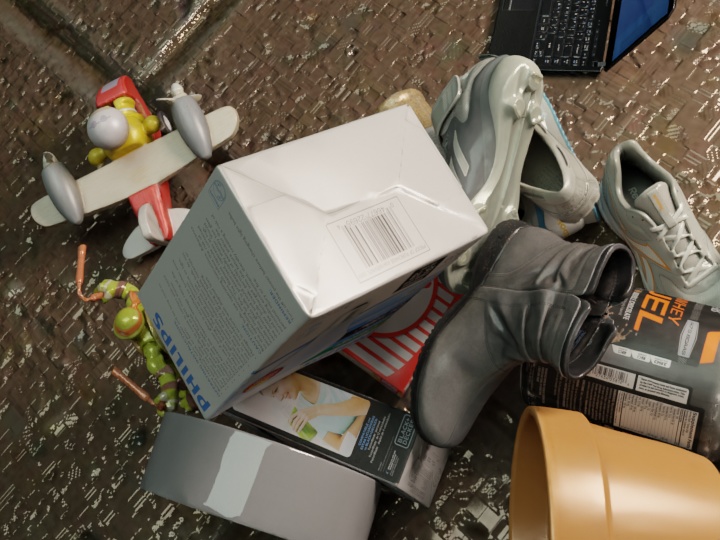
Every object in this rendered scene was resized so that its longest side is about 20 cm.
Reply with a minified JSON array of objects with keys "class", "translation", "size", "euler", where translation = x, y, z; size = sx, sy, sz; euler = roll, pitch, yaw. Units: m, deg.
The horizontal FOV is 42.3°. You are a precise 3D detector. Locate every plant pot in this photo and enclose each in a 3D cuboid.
[{"class":"plant pot","translation":[0.191,0.208,0.700],"size":[0.136,0.201,0.205],"euler":[2,66,1]}]

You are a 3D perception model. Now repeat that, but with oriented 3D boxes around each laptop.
[{"class":"laptop","translation":[0.231,-0.306,0.957],"size":[0.196,0.104,0.181],"euler":[7,68,21]}]

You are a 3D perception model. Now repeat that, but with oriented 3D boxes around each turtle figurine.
[{"class":"turtle figurine","translation":[-0.199,0.064,0.904],"size":[0.064,0.162,0.201],"euler":[-37,60,-1]}]

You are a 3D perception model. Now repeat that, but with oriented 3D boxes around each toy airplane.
[{"class":"toy airplane","translation":[-0.251,-0.117,1.017],"size":[0.196,0.141,0.203],"euler":[20,74,25]}]

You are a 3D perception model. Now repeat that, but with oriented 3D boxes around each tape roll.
[{"class":"tape roll","translation":[-0.083,0.183,0.787],"size":[0.196,0.200,0.068],"euler":[11,73,23]}]

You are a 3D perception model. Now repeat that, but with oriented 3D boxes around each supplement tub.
[{"class":"supplement tub","translation":[0.240,0.081,0.767],"size":[0.196,0.123,0.125],"euler":[15,72,24]}]

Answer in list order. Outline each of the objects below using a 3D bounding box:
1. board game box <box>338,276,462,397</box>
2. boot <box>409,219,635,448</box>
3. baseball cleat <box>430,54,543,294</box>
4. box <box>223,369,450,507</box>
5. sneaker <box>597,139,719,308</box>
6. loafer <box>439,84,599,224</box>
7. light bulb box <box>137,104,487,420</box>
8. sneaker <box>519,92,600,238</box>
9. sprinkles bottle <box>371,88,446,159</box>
[{"class":"board game box","translation":[0.000,0.000,0.894],"size":[0.198,0.046,0.153],"euler":[33,79,7]},{"class":"boot","translation":[0.119,0.059,0.710],"size":[0.131,0.069,0.204],"euler":[25,92,56]},{"class":"baseball cleat","translation":[0.095,-0.084,0.799],"size":[0.106,0.069,0.204],"euler":[21,91,50]},{"class":"box","translation":[-0.027,0.140,0.838],"size":[0.196,0.117,0.061],"euler":[19,75,24]},{"class":"sneaker","translation":[0.271,-0.028,0.823],"size":[0.075,0.092,0.202],"euler":[-32,61,2]},{"class":"loafer","translation":[0.136,-0.120,0.849],"size":[0.070,0.069,0.200],"euler":[-53,54,11]},{"class":"light bulb box","translation":[-0.043,-0.005,0.735],"size":[0.196,0.200,0.126],"euler":[-24,77,-38]},{"class":"sneaker","translation":[0.161,-0.120,0.914],"size":[0.080,0.077,0.203],"euler":[-25,58,12]},{"class":"sprinkles bottle","translation":[0.083,-0.076,0.863],"size":[0.068,0.068,0.202],"euler":[-35,69,1]}]
